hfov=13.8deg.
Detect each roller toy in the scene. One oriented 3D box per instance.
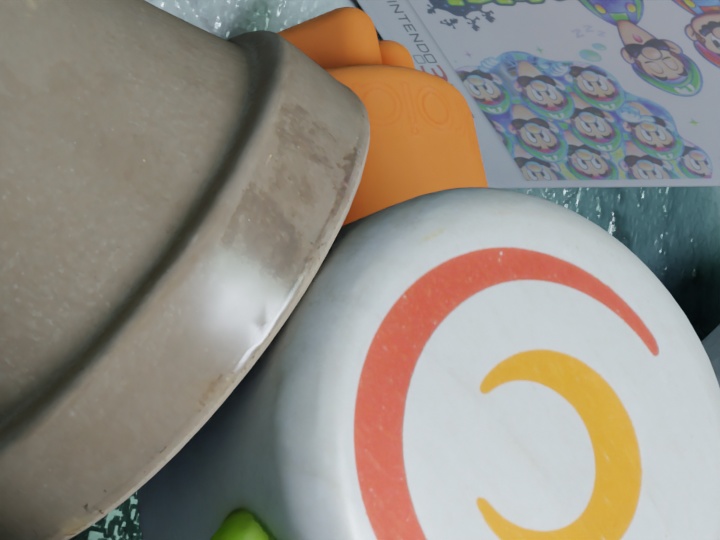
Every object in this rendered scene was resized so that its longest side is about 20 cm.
[{"bbox_3d":[0.025,0.073,1.022,0.199,0.140,0.184,14,71,-28],"label":"roller toy"}]

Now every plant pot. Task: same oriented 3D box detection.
[{"bbox_3d":[-0.124,-0.033,0.999,0.174,0.200,0.201,40,65,-19],"label":"plant pot"}]

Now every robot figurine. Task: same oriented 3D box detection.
[{"bbox_3d":[-0.001,0.000,1.170,0.116,0.144,0.201,-5,67,-17],"label":"robot figurine"}]

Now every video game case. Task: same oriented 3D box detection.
[{"bbox_3d":[0.099,-0.097,1.237,0.182,0.199,0.024,53,48,-41],"label":"video game case"}]

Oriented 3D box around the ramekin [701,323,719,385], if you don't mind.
[{"bbox_3d":[0.227,0.104,1.445,0.200,0.098,0.201,34,32,-25],"label":"ramekin"}]
